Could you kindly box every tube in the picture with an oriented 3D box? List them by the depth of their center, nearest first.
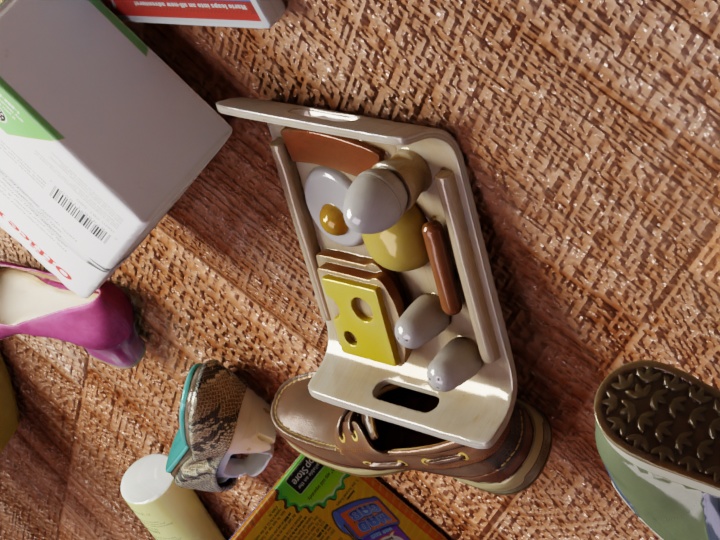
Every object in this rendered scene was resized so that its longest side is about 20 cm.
[{"bbox_3d":[-0.136,0.233,1.614,0.058,0.052,0.201,-109,-7,-47],"label":"tube"}]

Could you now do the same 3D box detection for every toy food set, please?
[{"bbox_3d":[0.000,0.000,1.069,0.143,0.060,0.201,13,129,41],"label":"toy food set"}]

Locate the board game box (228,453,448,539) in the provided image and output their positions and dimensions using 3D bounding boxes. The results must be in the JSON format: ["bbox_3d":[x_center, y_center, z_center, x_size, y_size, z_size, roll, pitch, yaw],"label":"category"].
[{"bbox_3d":[-0.036,0.279,1.389,0.199,0.200,0.200,40,152,2],"label":"board game box"}]

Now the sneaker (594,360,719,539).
[{"bbox_3d":[0.197,0.119,0.907,0.199,0.067,0.090,32,160,17],"label":"sneaker"}]

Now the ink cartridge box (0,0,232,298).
[{"bbox_3d":[-0.176,-0.078,1.161,0.146,0.084,0.200,44,159,-5],"label":"ink cartridge box"}]

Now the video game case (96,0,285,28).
[{"bbox_3d":[-0.132,-0.213,1.003,0.142,0.017,0.201,10,139,44],"label":"video game case"}]

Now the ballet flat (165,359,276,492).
[{"bbox_3d":[-0.097,0.117,1.395,0.075,0.068,0.200,17,156,-2],"label":"ballet flat"}]

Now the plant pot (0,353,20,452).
[{"bbox_3d":[-0.413,0.118,1.655,0.199,0.201,0.177,20,157,33],"label":"plant pot"}]

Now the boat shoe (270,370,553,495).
[{"bbox_3d":[0.020,0.086,1.166,0.199,0.073,0.067,5,161,40],"label":"boat shoe"}]

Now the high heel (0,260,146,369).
[{"bbox_3d":[-0.254,0.017,1.418,0.199,0.068,0.096,22,157,22],"label":"high heel"}]
